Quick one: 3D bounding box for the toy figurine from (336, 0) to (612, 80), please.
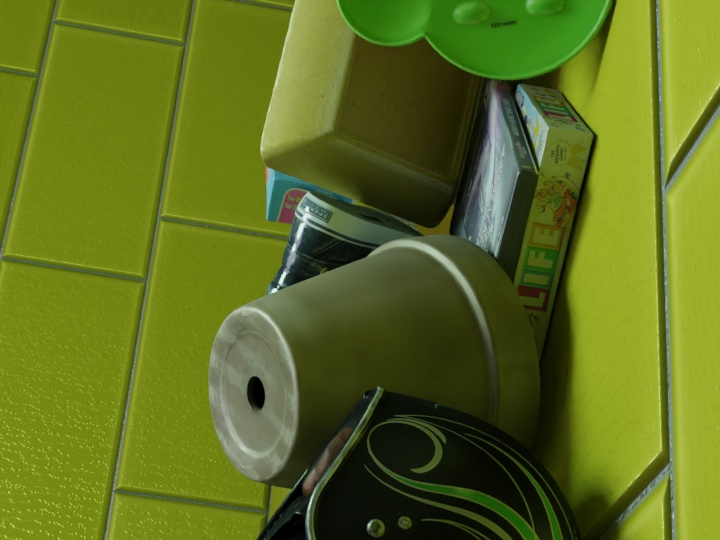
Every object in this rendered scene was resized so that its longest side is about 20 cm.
[{"bbox_3d":[0.092,-0.230,1.136,0.184,0.198,0.152,-62,-36,-70],"label":"toy figurine"}]

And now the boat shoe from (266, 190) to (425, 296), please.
[{"bbox_3d":[0.000,0.000,1.206,0.200,0.071,0.091,16,-76,-54],"label":"boat shoe"}]

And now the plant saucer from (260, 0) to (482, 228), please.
[{"bbox_3d":[0.029,-0.152,1.200,0.048,0.199,0.202,7,81,49],"label":"plant saucer"}]

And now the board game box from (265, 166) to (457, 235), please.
[{"bbox_3d":[0.012,-0.072,1.414,0.153,0.198,0.041,-102,22,-70],"label":"board game box"}]

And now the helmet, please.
[{"bbox_3d":[0.041,0.185,0.899,0.201,0.190,0.200,-53,1,2],"label":"helmet"}]

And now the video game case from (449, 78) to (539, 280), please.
[{"bbox_3d":[0.097,-0.049,1.145,0.200,0.019,0.144,-92,13,-63],"label":"video game case"}]

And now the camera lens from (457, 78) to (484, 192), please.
[{"bbox_3d":[0.053,-0.186,1.382,0.160,0.158,0.202,-98,18,-68],"label":"camera lens"}]

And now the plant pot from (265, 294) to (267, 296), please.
[{"bbox_3d":[0.023,0.070,1.325,0.200,0.186,0.189,176,103,-68],"label":"plant pot"}]

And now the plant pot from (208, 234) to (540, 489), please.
[{"bbox_3d":[-0.003,0.079,1.050,0.199,0.172,0.202,8,100,53],"label":"plant pot"}]

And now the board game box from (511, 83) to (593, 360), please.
[{"bbox_3d":[0.122,-0.024,1.127,0.135,0.034,0.202,-101,21,-70],"label":"board game box"}]
